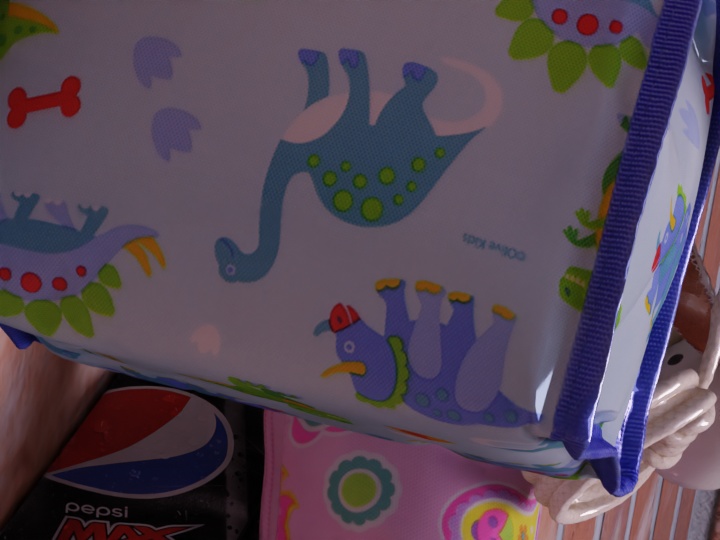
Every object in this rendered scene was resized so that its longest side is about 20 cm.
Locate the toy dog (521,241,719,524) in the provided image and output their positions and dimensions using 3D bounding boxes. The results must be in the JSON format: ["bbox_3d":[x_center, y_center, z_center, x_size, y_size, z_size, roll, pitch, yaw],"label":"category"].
[{"bbox_3d":[0.114,-0.026,0.778,0.200,0.097,0.132,-42,157,30],"label":"toy dog"}]

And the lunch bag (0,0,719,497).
[{"bbox_3d":[0.004,-0.065,0.693,0.127,0.169,0.201,39,64,-77],"label":"lunch bag"}]

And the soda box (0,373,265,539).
[{"bbox_3d":[-0.056,0.080,0.849,0.200,0.063,0.071,-58,158,-59],"label":"soda box"}]

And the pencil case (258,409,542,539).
[{"bbox_3d":[-0.003,0.124,0.783,0.087,0.087,0.201,69,33,-71],"label":"pencil case"}]
